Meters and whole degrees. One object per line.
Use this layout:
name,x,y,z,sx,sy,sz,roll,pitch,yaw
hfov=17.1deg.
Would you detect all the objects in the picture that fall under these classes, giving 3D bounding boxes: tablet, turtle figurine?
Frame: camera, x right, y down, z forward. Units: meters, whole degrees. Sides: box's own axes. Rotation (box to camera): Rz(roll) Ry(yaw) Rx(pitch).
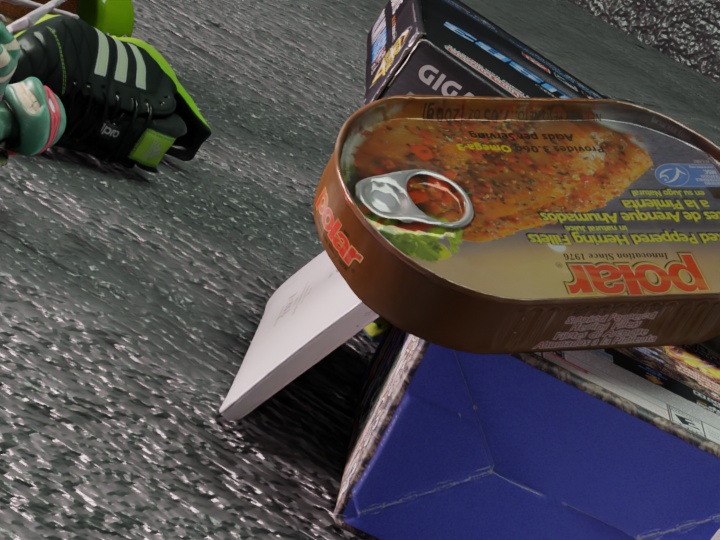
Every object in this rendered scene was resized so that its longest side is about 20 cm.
tablet,0.000,0.000,1.052,0.014,0.130,0.200,52,11,-9
turtle figurine,-0.195,-0.083,1.040,0.200,0.101,0.150,-2,13,-33

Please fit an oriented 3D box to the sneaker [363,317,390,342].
sneaker,0.076,0.022,1.171,0.200,0.080,0.131,11,2,41

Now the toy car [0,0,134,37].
toy car,-0.198,-0.240,1.395,0.158,0.200,0.164,37,17,37

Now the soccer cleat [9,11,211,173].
soccer cleat,-0.138,-0.089,1.248,0.081,0.068,0.200,44,17,13

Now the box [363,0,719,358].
box,0.094,-0.055,1.105,0.200,0.050,0.199,33,12,-7

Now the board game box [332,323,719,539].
board game box,0.084,0.067,1.008,0.159,0.097,0.200,27,13,-2

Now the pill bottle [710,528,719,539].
pill bottle,0.223,0.162,0.890,0.200,0.112,0.112,20,15,-22

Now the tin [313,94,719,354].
tin,0.075,-0.018,0.933,0.200,0.042,0.112,-1,42,-31
